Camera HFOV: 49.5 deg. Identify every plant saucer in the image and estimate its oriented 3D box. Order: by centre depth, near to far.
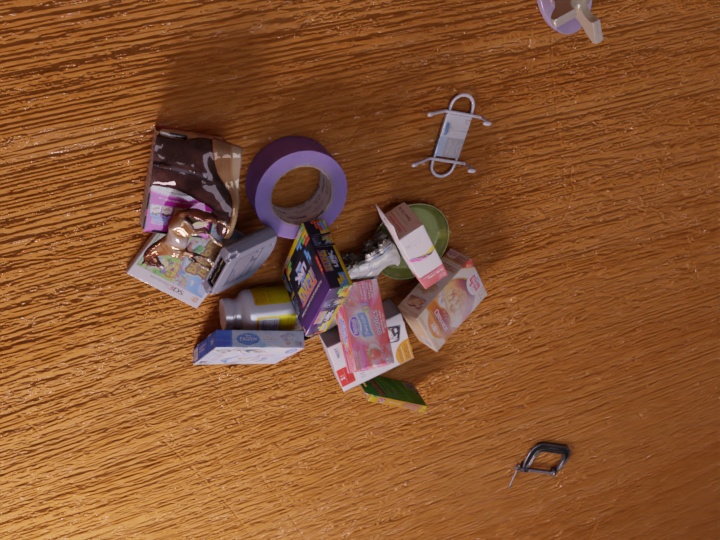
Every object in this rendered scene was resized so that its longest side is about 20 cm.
[{"bbox_3d":[0.114,-0.073,1.844,0.199,0.031,0.200,-11,123,-18],"label":"plant saucer"}]

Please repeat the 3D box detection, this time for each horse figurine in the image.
[{"bbox_3d":[-0.333,-0.062,1.510,0.132,0.050,0.200,22,134,-15],"label":"horse figurine"}]

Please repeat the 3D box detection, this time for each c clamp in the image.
[{"bbox_3d":[0.575,0.619,2.494,0.199,0.027,0.171,8,111,-27],"label":"c clamp"}]

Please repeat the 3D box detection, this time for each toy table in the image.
[{"bbox_3d":[0.450,-0.575,1.630,0.184,0.117,0.200,-39,129,3],"label":"toy table"}]

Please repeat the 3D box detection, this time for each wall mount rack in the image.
[{"bbox_3d":[0.191,-0.288,1.716,0.173,0.075,0.200,3,118,-26],"label":"wall mount rack"}]

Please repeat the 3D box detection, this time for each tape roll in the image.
[{"bbox_3d":[-0.134,-0.173,1.635,0.199,0.085,0.200,-12,123,-18],"label":"tape roll"}]

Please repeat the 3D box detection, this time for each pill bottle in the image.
[{"bbox_3d":[-0.211,0.089,1.750,0.199,0.104,0.105,-5,122,-21],"label":"pill bottle"}]

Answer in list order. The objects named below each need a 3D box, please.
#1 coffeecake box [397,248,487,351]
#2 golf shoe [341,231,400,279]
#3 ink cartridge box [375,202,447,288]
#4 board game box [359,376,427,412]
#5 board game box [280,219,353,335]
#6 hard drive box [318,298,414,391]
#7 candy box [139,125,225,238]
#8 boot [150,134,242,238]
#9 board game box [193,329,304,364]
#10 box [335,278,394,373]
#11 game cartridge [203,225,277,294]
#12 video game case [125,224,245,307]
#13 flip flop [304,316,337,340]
[{"bbox_3d":[0.203,0.072,1.905,0.200,0.073,0.154,-47,137,-13],"label":"coffeecake box"},{"bbox_3d":[0.000,0.000,1.789,0.200,0.078,0.097,-27,127,14],"label":"golf shoe"},{"bbox_3d":[0.114,-0.070,1.753,0.067,0.117,0.200,-32,128,-1],"label":"ink cartridge box"},{"bbox_3d":[0.074,0.314,2.026,0.200,0.096,0.030,20,111,-33],"label":"board game box"},{"bbox_3d":[-0.098,0.017,1.647,0.057,0.166,0.200,-10,151,-27],"label":"board game box"},{"bbox_3d":[0.016,0.184,1.931,0.200,0.077,0.156,-25,126,-8],"label":"hard drive box"},{"bbox_3d":[-0.349,-0.171,1.535,0.136,0.061,0.201,6,108,-27],"label":"candy box"},{"bbox_3d":[-0.315,-0.160,1.496,0.166,0.072,0.201,3,114,-13],"label":"boot"},{"bbox_3d":[-0.253,0.173,1.746,0.198,0.044,0.200,4,162,-26],"label":"board game box"},{"bbox_3d":[0.004,0.129,1.802,0.094,0.103,0.201,-10,83,-15],"label":"box"},{"bbox_3d":[-0.247,-0.023,1.628,0.133,0.041,0.200,-24,167,-33],"label":"game cartridge"},{"bbox_3d":[-0.363,-0.034,1.656,0.182,0.022,0.200,32,103,-36],"label":"video game case"},{"bbox_3d":[-0.134,0.136,1.843,0.199,0.058,0.081,-15,125,-17],"label":"flip flop"}]
